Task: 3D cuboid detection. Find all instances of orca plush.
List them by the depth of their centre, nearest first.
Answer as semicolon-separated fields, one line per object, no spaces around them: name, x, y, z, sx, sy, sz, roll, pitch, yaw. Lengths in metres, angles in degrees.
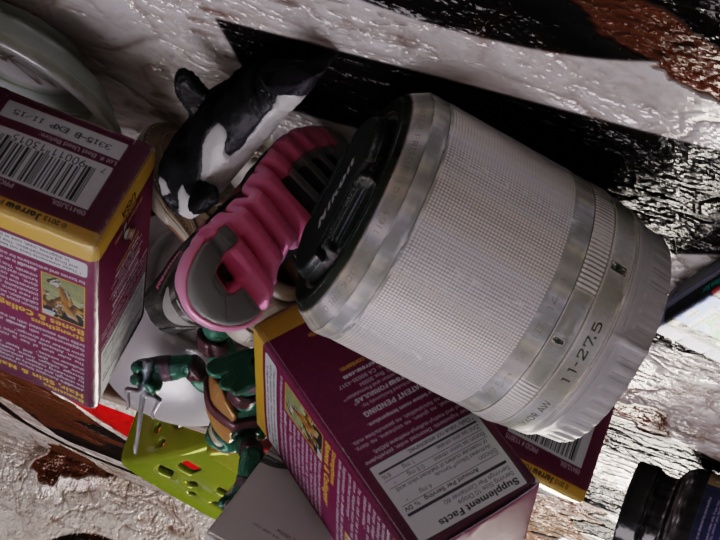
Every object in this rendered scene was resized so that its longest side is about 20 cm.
orca plush;-0.096;-0.099;1.019;0.071;0.106;0.200;37;158;-11

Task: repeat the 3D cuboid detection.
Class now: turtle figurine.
turtle figurine;-0.111;0.104;1.216;0.149;0.100;0.201;41;146;21

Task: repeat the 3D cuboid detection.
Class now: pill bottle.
pill bottle;0.339;0.251;1.453;0.198;0.113;0.112;19;163;16

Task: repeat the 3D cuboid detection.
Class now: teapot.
teapot;-0.134;0.024;1.307;0.198;0.200;0.146;-11;161;-22

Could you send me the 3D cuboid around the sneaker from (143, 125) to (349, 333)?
sneaker;-0.073;-0.025;1.046;0.079;0.200;0.095;53;140;-9

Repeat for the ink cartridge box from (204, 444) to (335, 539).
ink cartridge box;-0.039;0.186;1.182;0.082;0.200;0.148;28;138;12

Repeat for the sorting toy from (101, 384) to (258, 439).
sorting toy;-0.120;0.081;1.440;0.183;0.200;0.037;14;133;27

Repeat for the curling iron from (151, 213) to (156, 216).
curling iron;-0.138;-0.024;1.426;0.198;0.026;0.050;21;-175;-7

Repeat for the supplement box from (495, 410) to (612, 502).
supplement box;0.092;0.108;1.300;0.130;0.104;0.199;29;166;-37

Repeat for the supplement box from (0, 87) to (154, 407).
supplement box;-0.228;-0.013;1.140;0.129;0.104;0.201;21;141;5

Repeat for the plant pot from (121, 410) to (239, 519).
plant pot;-0.093;0.146;1.590;0.198;0.202;0.181;33;155;-28

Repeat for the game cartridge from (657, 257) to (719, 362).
game cartridge;0.277;0.034;1.024;0.128;0.039;0.200;21;163;-4

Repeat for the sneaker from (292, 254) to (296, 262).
sneaker;0.000;0.000;1.192;0.201;0.073;0.112;52;173;-27

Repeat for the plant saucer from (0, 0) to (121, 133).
plant saucer;-0.258;-0.151;1.152;0.198;0.051;0.200;22;164;7

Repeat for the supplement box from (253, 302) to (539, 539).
supplement box;0.018;0.121;1.060;0.201;0.102;0.132;53;157;28

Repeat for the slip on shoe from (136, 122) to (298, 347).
slip on shoe;-0.102;-0.039;1.153;0.075;0.201;0.061;-1;142;-41

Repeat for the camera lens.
camera lens;0.070;-0.002;0.969;0.198;0.162;0.160;27;163;-12
